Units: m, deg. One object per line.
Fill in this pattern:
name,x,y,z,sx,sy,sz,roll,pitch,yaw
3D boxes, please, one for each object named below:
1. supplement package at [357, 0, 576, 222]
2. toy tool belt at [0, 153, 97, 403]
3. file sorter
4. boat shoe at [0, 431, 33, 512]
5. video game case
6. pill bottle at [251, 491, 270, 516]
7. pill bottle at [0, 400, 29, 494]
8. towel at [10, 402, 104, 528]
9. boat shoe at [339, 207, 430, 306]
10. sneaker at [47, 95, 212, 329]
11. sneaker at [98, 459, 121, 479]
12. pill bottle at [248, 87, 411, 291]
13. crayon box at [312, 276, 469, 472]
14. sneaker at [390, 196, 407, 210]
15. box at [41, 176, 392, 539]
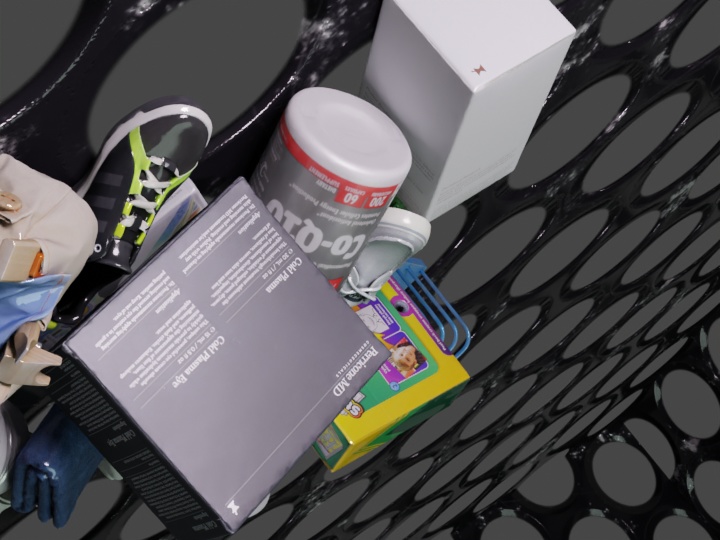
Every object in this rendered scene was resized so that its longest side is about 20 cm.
supplement package,0.080,-0.155,1.210,0.117,0.117,0.201,-30,160,-24
toy tool belt,-0.256,0.033,0.955,0.201,0.124,0.123,-58,-166,27
file sorter,0.022,0.070,1.613,0.139,0.123,0.200,-44,161,14
boat shoe,-0.312,0.174,1.300,0.063,0.071,0.200,-39,170,4
video game case,-0.192,0.015,1.226,0.182,0.022,0.200,-38,161,-5
pill bottle,-0.114,0.124,1.328,0.113,0.113,0.202,-20,133,-45
pill bottle,-0.335,0.130,1.074,0.111,0.112,0.200,-42,162,10
towel,-0.212,0.108,1.176,0.201,0.048,0.112,-58,174,-35
boat shoe,-0.001,0.000,1.292,0.069,0.072,0.200,21,157,-22
sneaker,-0.169,-0.034,1.035,0.200,0.083,0.071,-45,142,17
sneaker,-0.213,0.135,1.370,0.105,0.076,0.200,-40,176,-23
pill bottle,-0.048,-0.041,1.203,0.113,0.114,0.201,-17,146,-48
crayon box,-0.016,0.075,1.424,0.171,0.201,0.058,-23,157,-39
sneaker,0.012,-0.056,1.362,0.074,0.084,0.200,-42,161,10
box,-0.112,0.070,1.087,0.200,0.183,0.104,-45,-172,-30
